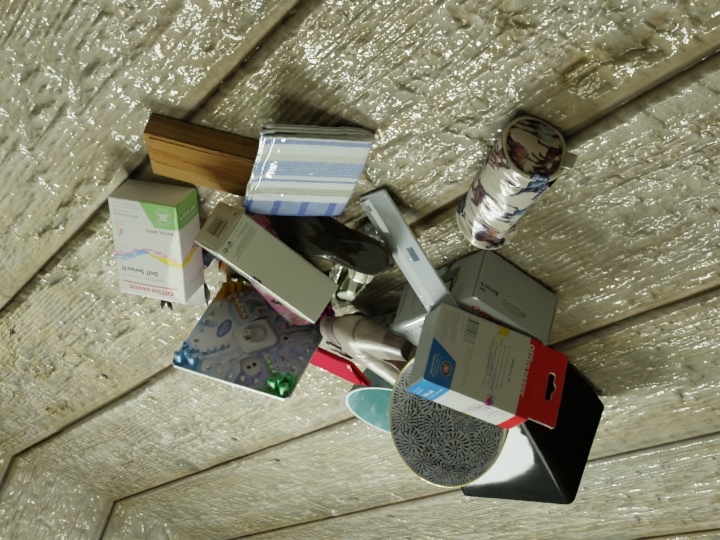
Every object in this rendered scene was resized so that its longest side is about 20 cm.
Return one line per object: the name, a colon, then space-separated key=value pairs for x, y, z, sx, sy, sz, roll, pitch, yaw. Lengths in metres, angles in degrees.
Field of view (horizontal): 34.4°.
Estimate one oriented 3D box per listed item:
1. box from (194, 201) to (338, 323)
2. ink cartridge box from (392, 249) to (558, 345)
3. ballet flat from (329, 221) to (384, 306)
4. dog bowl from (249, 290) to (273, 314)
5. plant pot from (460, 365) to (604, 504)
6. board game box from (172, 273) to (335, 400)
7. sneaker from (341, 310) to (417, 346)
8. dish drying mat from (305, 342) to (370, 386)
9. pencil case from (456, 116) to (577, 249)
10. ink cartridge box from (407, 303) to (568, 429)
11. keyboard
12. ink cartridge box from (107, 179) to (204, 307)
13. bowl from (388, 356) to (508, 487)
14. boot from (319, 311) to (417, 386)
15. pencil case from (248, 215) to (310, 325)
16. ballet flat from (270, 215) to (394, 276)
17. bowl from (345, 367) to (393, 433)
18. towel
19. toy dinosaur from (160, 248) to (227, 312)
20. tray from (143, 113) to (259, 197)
box: x=-0.129 y=-0.010 z=1.623 sx=0.200 sy=0.069 sz=0.082 roll=38 pitch=173 yaw=-34
ink cartridge box: x=0.165 y=0.061 z=1.675 sx=0.145 sy=0.085 sz=0.199 roll=32 pitch=150 yaw=-22
ballet flat: x=0.000 y=0.000 z=1.688 sx=0.071 sy=0.072 sz=0.200 roll=22 pitch=152 yaw=-7
dog bowl: x=-0.167 y=0.090 z=1.973 sx=0.110 sy=0.050 sz=0.200 roll=24 pitch=152 yaw=-12
plant pot: x=0.244 y=0.227 z=1.832 sx=0.198 sy=0.201 sz=0.178 roll=-2 pitch=135 yaw=34
board game box: x=-0.164 y=0.098 z=1.817 sx=0.198 sy=0.201 sz=0.026 roll=15 pitch=135 yaw=15
sneaker: x=0.060 y=0.093 z=1.838 sx=0.197 sy=0.075 sz=0.088 roll=11 pitch=135 yaw=9
dish drying mat: x=-0.074 y=0.135 z=1.857 sx=0.199 sy=0.018 sz=0.077 roll=21 pitch=160 yaw=38
pencil case: x=0.179 y=-0.097 z=1.384 sx=0.089 sy=0.078 sz=0.200 roll=33 pitch=152 yaw=3
ink cartridge box: x=0.175 y=0.138 z=1.585 sx=0.198 sy=0.117 sz=0.067 roll=22 pitch=154 yaw=-11
keyboard: x=0.067 y=-0.021 z=1.578 sx=0.056 sy=0.011 sz=0.201 roll=-17 pitch=111 yaw=46
ink cartridge box: x=-0.299 y=-0.025 z=1.726 sx=0.116 sy=0.067 sz=0.202 roll=9 pitch=121 yaw=18
bowl: x=0.148 y=0.213 z=1.711 sx=0.199 sy=0.204 sz=0.094 roll=-3 pitch=175 yaw=35
boot: x=0.024 y=0.130 z=1.793 sx=0.145 sy=0.071 sz=0.201 roll=13 pitch=150 yaw=28
pencil case: x=-0.124 y=0.002 z=1.751 sx=0.200 sy=0.086 sz=0.083 roll=51 pitch=-179 yaw=-45
ballet flat: x=-0.037 y=-0.044 z=1.614 sx=0.198 sy=0.068 sz=0.046 roll=23 pitch=-165 yaw=25
bowl: x=0.083 y=0.198 z=1.955 sx=0.198 sy=0.106 sz=0.201 roll=15 pitch=153 yaw=8
towel: x=-0.071 y=-0.126 z=1.495 sx=0.145 sy=0.024 sz=0.200 roll=1 pitch=153 yaw=-14
toy dinosaur: x=-0.265 y=-0.012 z=1.813 sx=0.199 sy=0.105 sz=0.182 roll=33 pitch=133 yaw=-6
tray: x=-0.188 y=-0.145 z=1.570 sx=0.198 sy=0.037 sz=0.099 roll=14 pitch=153 yaw=7
